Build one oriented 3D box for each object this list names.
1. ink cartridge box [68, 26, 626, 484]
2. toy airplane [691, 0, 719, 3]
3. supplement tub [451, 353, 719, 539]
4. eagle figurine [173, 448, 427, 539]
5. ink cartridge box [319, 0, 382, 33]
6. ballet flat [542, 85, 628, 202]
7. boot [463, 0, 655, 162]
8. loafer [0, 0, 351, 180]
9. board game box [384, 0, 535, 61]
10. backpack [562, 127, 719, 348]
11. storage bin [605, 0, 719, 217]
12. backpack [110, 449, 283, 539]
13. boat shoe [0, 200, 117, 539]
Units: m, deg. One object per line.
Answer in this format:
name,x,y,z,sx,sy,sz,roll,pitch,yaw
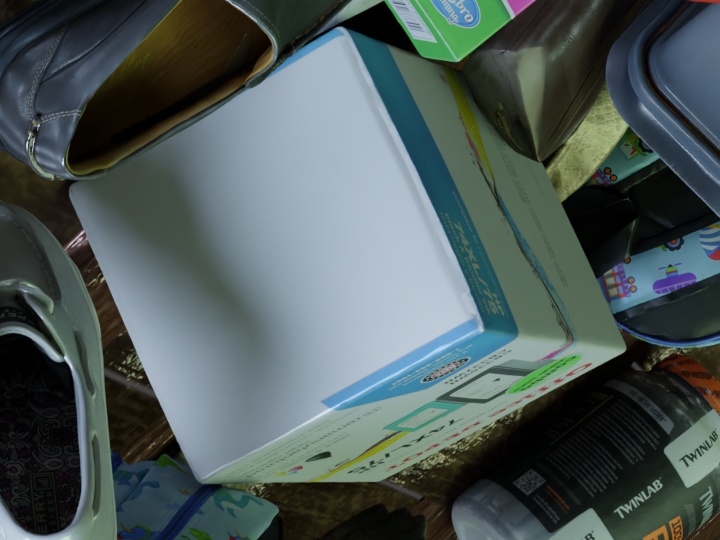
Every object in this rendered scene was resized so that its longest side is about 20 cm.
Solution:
ink cartridge box,0.000,0.000,1.320,0.147,0.146,0.200,-29,166,18
toy airplane,0.142,-0.234,1.184,0.199,0.141,0.200,-46,120,-13
supplement tub,0.174,0.154,2.095,0.200,0.123,0.123,-37,161,-15
eagle figurine,-0.080,0.183,1.662,0.200,0.151,0.152,-40,154,31
ink cartridge box,-0.008,-0.141,1.208,0.200,0.039,0.099,-28,156,-31
ballet flat,0.072,-0.054,1.526,0.065,0.071,0.200,13,121,-51
boot,0.116,-0.115,1.371,0.200,0.064,0.186,-61,154,-20
loafer,-0.044,-0.094,1.089,0.200,0.072,0.073,-37,128,-7
board game box,0.062,-0.195,1.064,0.200,0.153,0.040,-39,-162,-10
backpack,0.198,-0.053,1.613,0.200,0.183,0.135,-27,178,-1
storage bin,0.229,-0.116,1.301,0.200,0.146,0.134,-44,179,-36
backpack,-0.103,0.155,1.237,0.200,0.154,0.163,-34,145,-52
boat shoe,-0.133,0.041,1.145,0.072,0.200,0.069,-3,141,-7
